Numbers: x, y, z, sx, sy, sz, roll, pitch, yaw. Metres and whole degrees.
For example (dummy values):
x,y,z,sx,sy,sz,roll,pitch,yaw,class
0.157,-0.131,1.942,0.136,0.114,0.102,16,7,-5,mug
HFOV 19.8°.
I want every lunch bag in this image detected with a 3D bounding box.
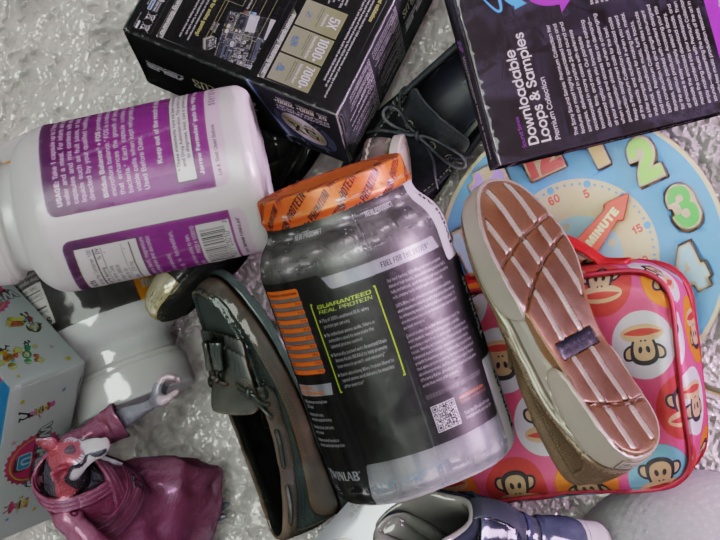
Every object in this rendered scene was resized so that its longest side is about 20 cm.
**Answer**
x,y,z,sx,sy,sz,roll,pitch,yaw,class
0.124,0.062,1.366,0.200,0.082,0.176,-5,96,20,lunch bag

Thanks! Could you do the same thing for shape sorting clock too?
x,y,z,sx,sy,sz,roll,pitch,yaw,class
0.152,-0.009,1.412,0.200,0.039,0.200,0,89,14,shape sorting clock

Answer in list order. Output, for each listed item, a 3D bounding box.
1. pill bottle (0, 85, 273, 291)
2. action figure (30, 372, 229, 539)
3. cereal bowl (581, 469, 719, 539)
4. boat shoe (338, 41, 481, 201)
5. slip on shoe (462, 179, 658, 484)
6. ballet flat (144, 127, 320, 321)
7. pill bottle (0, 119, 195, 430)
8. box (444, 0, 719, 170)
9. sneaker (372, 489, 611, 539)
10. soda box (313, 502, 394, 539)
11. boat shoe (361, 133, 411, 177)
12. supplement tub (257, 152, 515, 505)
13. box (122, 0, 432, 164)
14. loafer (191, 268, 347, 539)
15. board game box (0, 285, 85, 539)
x,y,z,sx,sy,sz,roll,pitch,yaw,class
-0.160,-0.048,1.349,0.200,0.112,0.112,-11,86,2,pill bottle
-0.175,0.149,1.412,0.149,0.200,0.134,-4,64,26,action figure
0.220,0.233,1.367,0.200,0.083,0.200,0,89,15,cereal bowl
0.049,-0.100,1.425,0.075,0.062,0.200,43,99,1,boat shoe
0.114,0.040,1.292,0.061,0.076,0.200,-41,76,46,slip on shoe
-0.091,-0.046,1.438,0.057,0.066,0.200,31,68,11,ballet flat
-0.196,0.003,1.458,0.116,0.116,0.200,-24,83,12,pill bottle
0.163,-0.158,1.377,0.200,0.036,0.143,-14,86,-11,box
0.052,0.224,1.361,0.202,0.146,0.077,-56,35,27,sneaker
-0.023,0.228,1.434,0.064,0.068,0.200,43,99,12,soda box
0.000,0.000,1.409,0.059,0.072,0.200,10,116,12,boat shoe
0.012,0.036,1.291,0.122,0.123,0.200,-17,98,13,supplement tub
-0.041,-0.201,1.410,0.164,0.086,0.200,22,74,14,box
-0.069,0.096,1.408,0.063,0.072,0.200,-35,112,-21,loafer
-0.282,0.069,1.443,0.200,0.064,0.148,41,132,31,board game box
